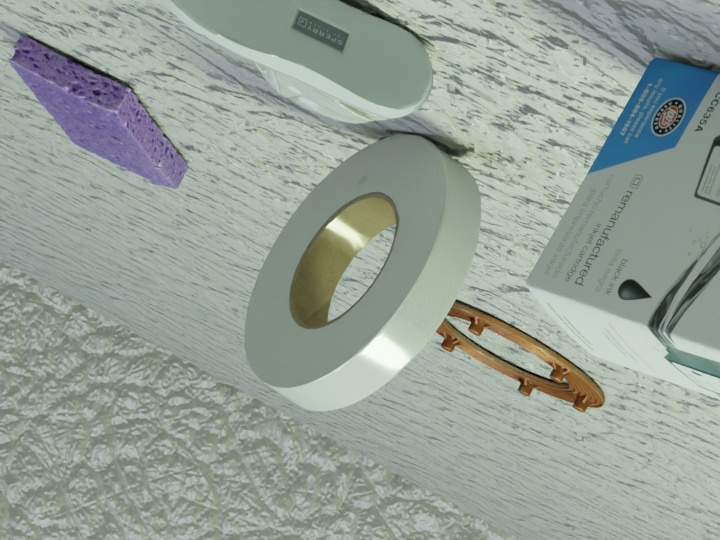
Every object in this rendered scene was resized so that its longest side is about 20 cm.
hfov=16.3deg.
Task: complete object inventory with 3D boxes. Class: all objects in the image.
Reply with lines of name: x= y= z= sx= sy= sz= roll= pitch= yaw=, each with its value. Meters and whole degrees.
tape roll: x=0.000 y=0.000 z=1.711 sx=0.037 sy=0.203 sz=0.203 roll=35 pitch=168 yaw=-29
boot: x=-0.057 y=-0.144 z=1.513 sx=0.200 sy=0.074 sz=0.096 roll=31 pitch=163 yaw=-16
ink cartridge box: x=0.206 y=-0.010 z=1.250 sx=0.200 sy=0.147 sz=0.086 roll=18 pitch=163 yaw=45
ring: x=0.128 y=0.077 z=2.246 sx=0.200 sy=0.019 sz=0.200 roll=27 pitch=169 yaw=6
sponge: x=-0.223 y=-0.133 z=2.152 sx=0.111 sy=0.030 sz=0.200 roll=26 pitch=169 yaw=17
